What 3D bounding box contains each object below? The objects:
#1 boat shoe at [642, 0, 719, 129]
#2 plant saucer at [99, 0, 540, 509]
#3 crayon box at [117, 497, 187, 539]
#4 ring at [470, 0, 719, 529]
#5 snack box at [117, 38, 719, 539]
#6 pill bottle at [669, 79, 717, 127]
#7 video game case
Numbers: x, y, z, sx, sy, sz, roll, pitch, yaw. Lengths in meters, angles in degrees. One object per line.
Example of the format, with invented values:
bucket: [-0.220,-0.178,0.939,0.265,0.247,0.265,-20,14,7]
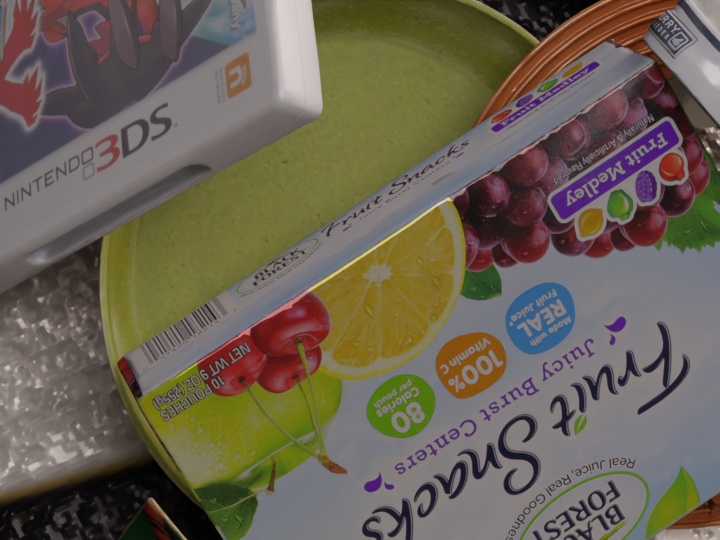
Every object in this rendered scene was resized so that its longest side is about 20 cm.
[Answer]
boat shoe: [0.186,-0.038,0.962,0.086,0.075,0.202,-42,112,8]
plant saucer: [0.000,0.000,0.997,0.199,0.031,0.201,-3,96,-24]
crayon box: [-0.038,0.178,0.912,0.051,0.127,0.200,-32,82,-21]
ring: [0.122,-0.004,1.005,0.200,0.019,0.201,-4,104,-15]
snack box: [0.041,0.038,0.954,0.200,0.053,0.142,-33,110,-4]
pill bottle: [0.128,-0.160,1.069,0.111,0.111,0.201,-11,77,-17]
video game case: [-0.089,-0.110,0.958,0.023,0.182,0.201,14,60,-42]
